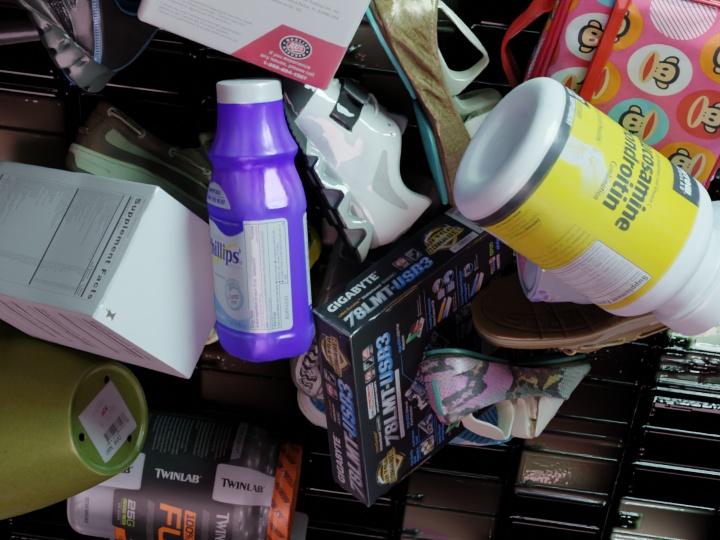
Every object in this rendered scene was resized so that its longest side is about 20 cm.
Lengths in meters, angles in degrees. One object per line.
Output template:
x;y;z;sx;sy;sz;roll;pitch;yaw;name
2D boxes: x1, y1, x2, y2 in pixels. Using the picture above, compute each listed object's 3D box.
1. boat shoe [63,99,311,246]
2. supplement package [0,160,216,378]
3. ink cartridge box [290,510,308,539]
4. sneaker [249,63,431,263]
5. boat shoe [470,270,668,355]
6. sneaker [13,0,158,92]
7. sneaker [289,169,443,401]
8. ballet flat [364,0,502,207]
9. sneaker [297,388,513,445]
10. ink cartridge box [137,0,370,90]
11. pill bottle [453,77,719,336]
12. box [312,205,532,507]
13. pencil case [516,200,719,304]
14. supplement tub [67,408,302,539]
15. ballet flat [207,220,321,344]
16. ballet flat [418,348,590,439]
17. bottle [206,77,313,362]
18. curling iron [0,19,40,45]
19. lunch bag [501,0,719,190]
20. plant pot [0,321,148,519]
-0.125;-0.074;1.284;0.202;0.075;0.075;23;89;-5;boat shoe
-0.206;-0.002;1.268;0.200;0.114;0.110;12;161;43;supplement package
-0.122;0.314;1.556;0.116;0.200;0.067;13;134;-3;ink cartridge box
-0.016;-0.113;1.243;0.088;0.074;0.200;-32;107;-8;sneaker
0.179;0.035;1.310;0.200;0.074;0.066;-8;146;-16;boat shoe
-0.227;-0.224;1.184;0.082;0.073;0.200;-36;123;9;sneaker
0.000;0.000;1.345;0.076;0.114;0.200;22;104;-11;sneaker
0.064;-0.135;1.220;0.072;0.068;0.200;-22;123;3;ballet flat
0.044;0.112;1.440;0.200;0.077;0.081;10;164;-12;sneaker
-0.049;-0.241;1.116;0.145;0.083;0.200;21;132;-10;ink cartridge box
0.172;-0.038;1.145;0.200;0.112;0.112;32;129;-19;pill bottle
0.054;0.059;1.310;0.050;0.198;0.200;33;146;35;box
0.218;-0.017;1.257;0.200;0.091;0.083;2;177;-8;pencil case
-0.157;0.192;1.503;0.200;0.123;0.123;8;133;2;supplement tub
-0.113;0.022;1.378;0.200;0.067;0.067;-32;121;32;ballet flat
0.116;0.098;1.305;0.069;0.071;0.200;-8;173;38;ballet flat
-0.075;-0.038;1.193;0.065;0.084;0.200;-9;104;-24;bottle
-0.319;-0.184;1.249;0.200;0.026;0.050;4;136;5;curling iron
0.188;-0.144;1.176;0.176;0.082;0.200;17;134;0;lunch bag
-0.281;0.125;1.384;0.200;0.187;0.187;-5;133;35;plant pot
